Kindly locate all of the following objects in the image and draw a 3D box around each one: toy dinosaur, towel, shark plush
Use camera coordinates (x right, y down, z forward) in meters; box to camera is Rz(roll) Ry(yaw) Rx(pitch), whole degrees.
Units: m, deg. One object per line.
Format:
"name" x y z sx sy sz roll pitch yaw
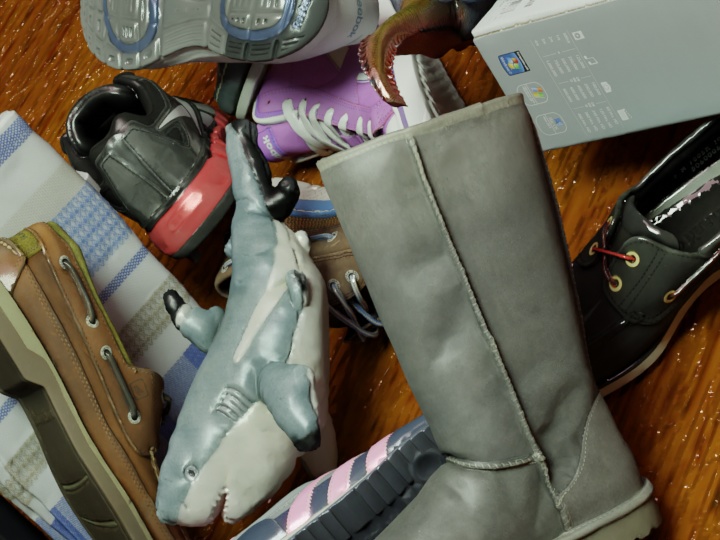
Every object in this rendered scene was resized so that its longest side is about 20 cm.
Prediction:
"toy dinosaur" 0.035 -0.144 1.063 0.105 0.182 0.201 22 72 19
"towel" -0.160 0.036 1.011 0.147 0.200 0.024 -51 24 -21
"shark plush" -0.059 0.021 0.964 0.083 0.091 0.201 -3 84 5

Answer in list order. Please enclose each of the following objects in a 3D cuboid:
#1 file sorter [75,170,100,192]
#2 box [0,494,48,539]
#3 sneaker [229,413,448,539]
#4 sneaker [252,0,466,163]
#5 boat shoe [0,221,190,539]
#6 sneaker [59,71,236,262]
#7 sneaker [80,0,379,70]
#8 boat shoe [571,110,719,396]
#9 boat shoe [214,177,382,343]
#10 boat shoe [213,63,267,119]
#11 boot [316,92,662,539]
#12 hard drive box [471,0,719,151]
"file sorter" -0.217 0.023 1.123 0.199 0.125 0.139 14 63 44
"box" -0.258 0.175 0.969 0.200 0.182 0.104 -43 40 -7
"sneaker" 0.010 0.105 0.929 0.199 0.070 0.082 -31 18 -5
"sneaker" -0.001 -0.078 1.107 0.114 0.073 0.201 -35 30 9
"boat shoe" -0.123 0.070 0.974 0.068 0.201 0.072 -35 15 -27
"sneaker" -0.121 -0.074 1.131 0.071 0.098 0.201 -49 17 7
"sneaker" -0.077 -0.140 1.111 0.199 0.087 0.075 13 95 38
"boat shoe" 0.135 -0.008 0.943 0.201 0.063 0.074 -38 42 3
"boat shoe" 0.000 0.000 1.035 0.199 0.072 0.073 4 59 51
"boat shoe" -0.083 -0.159 1.218 0.201 0.061 0.073 -90 17 -51
"boot" 0.027 0.043 0.850 0.181 0.201 0.072 -24 9 -22
"hard drive box" 0.178 -0.147 0.972 0.199 0.077 0.156 -10 32 46
